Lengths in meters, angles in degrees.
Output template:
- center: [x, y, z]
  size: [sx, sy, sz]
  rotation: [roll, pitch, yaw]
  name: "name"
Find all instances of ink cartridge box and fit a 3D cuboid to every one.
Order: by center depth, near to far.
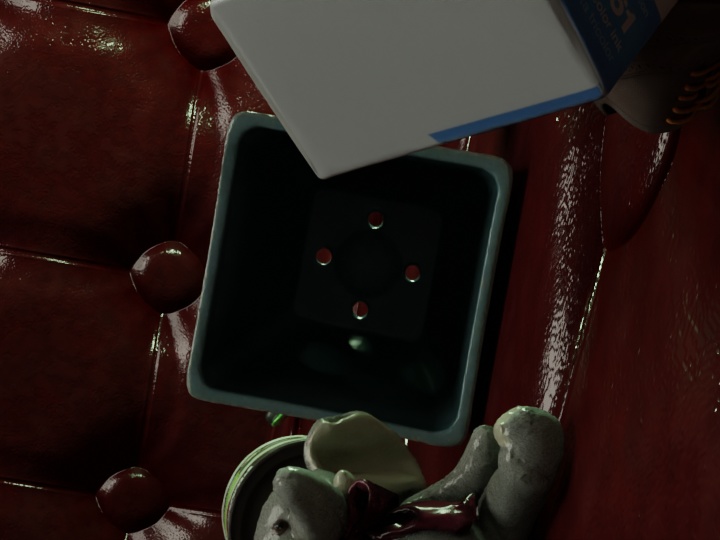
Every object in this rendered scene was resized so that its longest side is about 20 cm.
- center: [0.061, -0.136, 0.611]
  size: [0.144, 0.085, 0.200]
  rotation: [-12, 31, 46]
  name: "ink cartridge box"

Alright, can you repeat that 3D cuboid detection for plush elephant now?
- center: [0.007, 0.151, 0.891]
  size: [0.200, 0.154, 0.166]
  rotation: [98, -165, -64]
  name: "plush elephant"

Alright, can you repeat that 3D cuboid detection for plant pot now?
- center: [0.000, 0.000, 1.185]
  size: [0.200, 0.194, 0.198]
  rotation: [-36, -44, -84]
  name: "plant pot"

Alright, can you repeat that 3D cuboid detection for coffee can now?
- center: [-0.046, 0.219, 1.418]
  size: [0.200, 0.145, 0.148]
  rotation: [142, 137, -82]
  name: "coffee can"

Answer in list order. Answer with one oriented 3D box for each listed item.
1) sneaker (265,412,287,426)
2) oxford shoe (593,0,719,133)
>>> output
- center: [-0.134, 0.156, 2.644]
  size: [0.077, 0.083, 0.202]
  rotation: [114, 165, -69]
  name: "sneaker"
- center: [0.136, -0.098, 0.664]
  size: [0.200, 0.071, 0.073]
  rotation: [-157, 44, -77]
  name: "oxford shoe"
